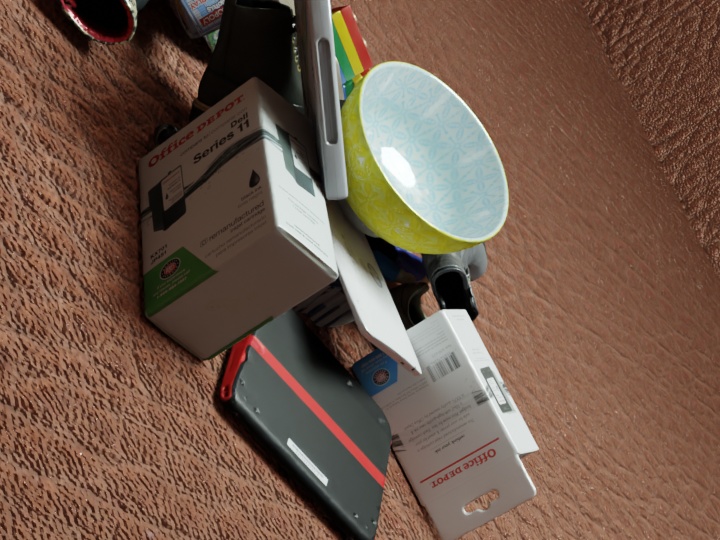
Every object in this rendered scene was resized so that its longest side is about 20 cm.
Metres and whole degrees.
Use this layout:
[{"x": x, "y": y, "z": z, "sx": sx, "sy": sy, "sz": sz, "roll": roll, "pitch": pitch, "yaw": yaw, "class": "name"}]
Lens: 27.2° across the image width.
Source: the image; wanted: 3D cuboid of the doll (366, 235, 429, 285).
[{"x": 0.013, "y": -0.023, "z": 1.618, "sx": 0.136, "sy": 0.049, "sz": 0.200, "roll": 47, "pitch": 16, "yaw": 29, "class": "doll"}]

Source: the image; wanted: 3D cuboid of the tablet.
[{"x": 0.000, "y": 0.000, "z": 1.423, "sx": 0.130, "sy": 0.014, "sz": 0.200, "roll": 41, "pitch": 23, "yaw": -56, "class": "tablet"}]

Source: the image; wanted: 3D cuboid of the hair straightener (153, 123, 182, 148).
[{"x": -0.128, "y": -0.096, "z": 1.430, "sx": 0.200, "sy": 0.041, "sz": 0.077, "roll": 24, "pitch": 39, "yaw": -56, "class": "hair straightener"}]

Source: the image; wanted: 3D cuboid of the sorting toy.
[{"x": -0.055, "y": -0.275, "z": 1.662, "sx": 0.200, "sy": 0.069, "sz": 0.199, "roll": 57, "pitch": -7, "yaw": 17, "class": "sorting toy"}]

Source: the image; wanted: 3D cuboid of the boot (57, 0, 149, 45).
[{"x": -0.264, "y": -0.309, "z": 1.375, "sx": 0.204, "sy": 0.073, "sz": 0.154, "roll": 52, "pitch": 16, "yaw": -25, "class": "boot"}]

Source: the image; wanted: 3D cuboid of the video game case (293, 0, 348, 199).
[{"x": -0.038, "y": -0.167, "z": 1.333, "sx": 0.200, "sy": 0.022, "sz": 0.183, "roll": -116, "pitch": -160, "yaw": -78, "class": "video game case"}]

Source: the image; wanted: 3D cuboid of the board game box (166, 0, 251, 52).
[{"x": -0.172, "y": -0.297, "z": 1.514, "sx": 0.200, "sy": 0.062, "sz": 0.200, "roll": 59, "pitch": -7, "yaw": 22, "class": "board game box"}]

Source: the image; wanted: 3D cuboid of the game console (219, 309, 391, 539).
[{"x": -0.045, "y": 0.130, "z": 1.323, "sx": 0.200, "sy": 0.031, "sz": 0.177, "roll": 49, "pitch": 27, "yaw": -20, "class": "game console"}]

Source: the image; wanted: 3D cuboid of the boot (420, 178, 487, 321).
[{"x": 0.097, "y": 0.003, "z": 1.578, "sx": 0.200, "sy": 0.070, "sz": 0.132, "roll": 46, "pitch": 27, "yaw": -57, "class": "boot"}]

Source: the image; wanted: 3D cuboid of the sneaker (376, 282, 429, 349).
[{"x": 0.076, "y": 0.106, "z": 1.549, "sx": 0.200, "sy": 0.075, "sz": 0.070, "roll": 61, "pitch": 21, "yaw": 10, "class": "sneaker"}]

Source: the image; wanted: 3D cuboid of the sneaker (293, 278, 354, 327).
[{"x": -0.065, "y": -0.021, "z": 1.430, "sx": 0.199, "sy": 0.080, "sz": 0.115, "roll": 33, "pitch": 27, "yaw": -60, "class": "sneaker"}]

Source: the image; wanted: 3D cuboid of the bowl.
[{"x": 0.039, "y": -0.091, "z": 1.452, "sx": 0.200, "sy": 0.108, "sz": 0.201, "roll": 28, "pitch": 45, "yaw": -31, "class": "bowl"}]

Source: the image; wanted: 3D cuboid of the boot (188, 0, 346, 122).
[{"x": -0.060, "y": -0.196, "z": 1.459, "sx": 0.200, "sy": 0.139, "sz": 0.077, "roll": -1, "pitch": 26, "yaw": -38, "class": "boot"}]

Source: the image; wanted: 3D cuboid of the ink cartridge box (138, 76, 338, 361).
[{"x": -0.109, "y": -0.047, "z": 1.262, "sx": 0.083, "sy": 0.146, "sz": 0.200, "roll": 41, "pitch": 25, "yaw": -38, "class": "ink cartridge box"}]

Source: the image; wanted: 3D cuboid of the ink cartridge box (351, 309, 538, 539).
[{"x": 0.092, "y": 0.152, "z": 1.464, "sx": 0.200, "sy": 0.116, "sz": 0.067, "roll": 63, "pitch": 21, "yaw": 13, "class": "ink cartridge box"}]
